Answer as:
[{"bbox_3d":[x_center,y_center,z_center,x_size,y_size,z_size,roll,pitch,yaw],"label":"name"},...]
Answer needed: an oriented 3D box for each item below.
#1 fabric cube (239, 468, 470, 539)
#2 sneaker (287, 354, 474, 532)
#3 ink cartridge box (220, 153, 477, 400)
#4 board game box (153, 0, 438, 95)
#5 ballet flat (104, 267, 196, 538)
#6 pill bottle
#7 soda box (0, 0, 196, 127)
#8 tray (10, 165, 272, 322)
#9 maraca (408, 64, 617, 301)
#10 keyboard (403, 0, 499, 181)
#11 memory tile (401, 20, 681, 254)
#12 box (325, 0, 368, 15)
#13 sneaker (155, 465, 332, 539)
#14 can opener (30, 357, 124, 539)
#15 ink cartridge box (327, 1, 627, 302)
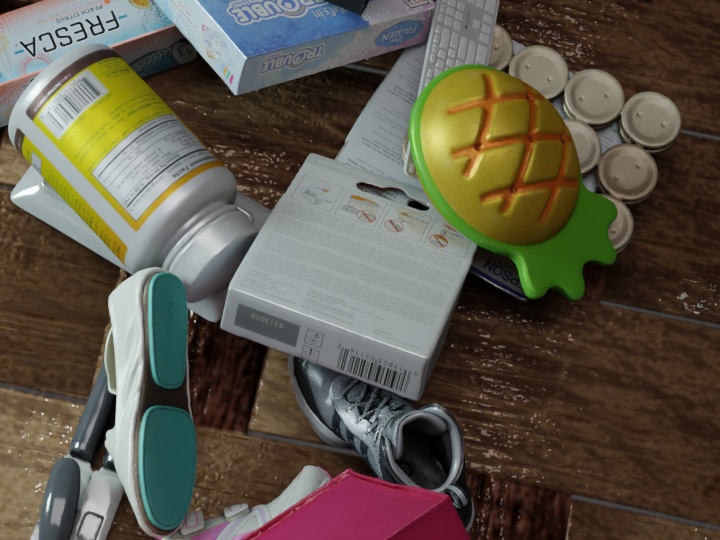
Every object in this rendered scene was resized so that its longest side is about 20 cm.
[{"bbox_3d":[-0.008,0.278,1.518,0.195,0.200,0.200,-32,101,-17],"label":"fabric cube"},{"bbox_3d":[0.020,0.112,1.671,0.075,0.114,0.200,-35,75,-17],"label":"sneaker"},{"bbox_3d":[0.000,0.000,1.696,0.159,0.048,0.200,19,37,7],"label":"ink cartridge box"},{"bbox_3d":[-0.073,-0.239,1.786,0.199,0.044,0.199,-20,57,-37],"label":"board game box"},{"bbox_3d":[-0.159,0.099,1.641,0.069,0.069,0.202,-1,77,-5],"label":"ballet flat"},{"bbox_3d":[-0.171,-0.072,1.708,0.109,0.109,0.200,-39,77,-18],"label":"pill bottle"},{"bbox_3d":[-0.234,-0.179,1.791,0.199,0.069,0.064,-20,68,-12],"label":"soda box"},{"bbox_3d":[-0.170,-0.052,1.771,0.199,0.022,0.108,30,69,7],"label":"tray"},{"bbox_3d":[0.118,-0.068,1.701,0.137,0.107,0.200,-43,97,-27],"label":"maraca"},{"bbox_3d":[0.075,-0.157,1.770,0.056,0.011,0.201,20,67,-20],"label":"keyboard"},{"bbox_3d":[0.145,-0.106,1.779,0.199,0.017,0.154,24,69,5],"label":"memory tile"},{"bbox_3d":[-0.028,-0.309,1.785,0.140,0.079,0.201,20,40,3],"label":"box"},{"bbox_3d":[-0.104,0.207,1.639,0.088,0.081,0.200,44,70,11],"label":"sneaker"},{"bbox_3d":[-0.193,0.127,1.671,0.053,0.067,0.201,19,68,2],"label":"can opener"},{"bbox_3d":[0.096,-0.093,1.802,0.199,0.041,0.201,30,69,8],"label":"ink cartridge box"}]
